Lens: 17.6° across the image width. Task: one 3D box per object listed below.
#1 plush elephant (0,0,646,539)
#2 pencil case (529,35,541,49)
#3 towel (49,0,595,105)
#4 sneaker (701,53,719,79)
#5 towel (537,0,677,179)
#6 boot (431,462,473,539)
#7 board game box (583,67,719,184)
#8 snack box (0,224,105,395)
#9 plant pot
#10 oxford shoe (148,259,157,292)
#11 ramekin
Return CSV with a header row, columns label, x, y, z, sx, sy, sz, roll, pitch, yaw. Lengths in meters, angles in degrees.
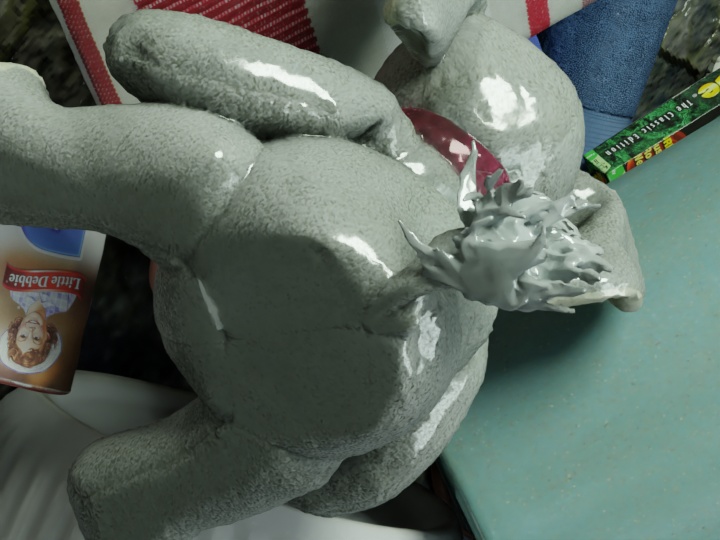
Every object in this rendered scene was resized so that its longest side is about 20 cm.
label,x,y,z,sx,sy,sz,roll,pitch,yaw
plush elephant,0.001,-0.022,0.688,0.155,0.200,0.165,-48,121,-54
pencil case,0.002,-0.095,0.815,0.087,0.078,0.200,-61,148,-11
towel,0.005,-0.100,0.724,0.200,0.023,0.144,-28,148,-6
sneaker,0.187,-0.013,1.046,0.090,0.200,0.078,7,141,-11
towel,0.087,-0.071,0.926,0.112,0.048,0.200,-53,163,-77
boot,0.097,0.096,1.137,0.200,0.075,0.097,52,50,-48
board game box,0.167,0.008,0.927,0.105,0.023,0.200,-34,124,-10
snack box,-0.160,-0.019,0.654,0.200,0.024,0.072,17,82,-41
plant pot,0.122,0.042,0.807,0.196,0.200,0.200,-25,143,0
oxford shoe,0.000,0.000,0.888,0.200,0.074,0.071,-14,128,-60
ramekin,-0.057,0.110,0.814,0.200,0.200,0.105,11,99,-55
